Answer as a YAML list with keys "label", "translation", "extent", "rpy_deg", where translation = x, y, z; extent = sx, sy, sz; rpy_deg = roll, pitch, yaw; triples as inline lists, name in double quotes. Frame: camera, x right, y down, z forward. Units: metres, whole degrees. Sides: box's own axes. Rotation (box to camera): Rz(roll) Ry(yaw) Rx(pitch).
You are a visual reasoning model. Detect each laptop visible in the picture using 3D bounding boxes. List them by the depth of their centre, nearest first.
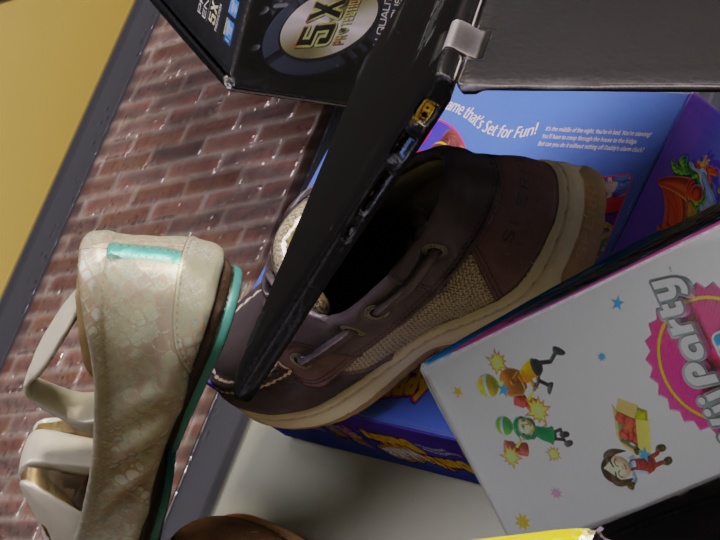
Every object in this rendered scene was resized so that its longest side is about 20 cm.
- label: "laptop"
  translation: [0.074, -0.057, 0.802]
  extent: [0.200, 0.116, 0.187]
  rpy_deg: [-56, 7, 36]

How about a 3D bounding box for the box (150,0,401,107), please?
- label: "box"
  translation: [-0.016, -0.186, 1.136]
  extent: [0.164, 0.086, 0.201]
  rpy_deg: [-129, 50, -59]

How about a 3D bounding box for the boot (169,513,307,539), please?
- label: "boot"
  translation: [-0.044, 0.130, 0.950]
  extent: [0.074, 0.075, 0.200]
  rpy_deg: [-56, 27, 10]

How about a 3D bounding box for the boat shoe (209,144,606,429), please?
- label: "boat shoe"
  translation: [0.000, 0.000, 0.922]
  extent: [0.200, 0.065, 0.072]
  rpy_deg: [-22, 46, 55]

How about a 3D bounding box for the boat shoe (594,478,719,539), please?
- label: "boat shoe"
  translation: [0.064, 0.103, 0.824]
  extent: [0.200, 0.074, 0.060]
  rpy_deg: [-26, 40, 35]

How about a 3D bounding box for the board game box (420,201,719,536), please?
- label: "board game box"
  translation: [0.137, -0.003, 0.765]
  extent: [0.200, 0.064, 0.147]
  rpy_deg: [-29, -1, 37]

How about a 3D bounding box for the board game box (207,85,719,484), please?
- label: "board game box"
  translation: [0.040, 0.002, 0.986]
  extent: [0.200, 0.045, 0.135]
  rpy_deg: [9, 68, 57]

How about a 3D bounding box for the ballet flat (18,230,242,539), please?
- label: "ballet flat"
  translation: [-0.090, 0.055, 0.990]
  extent: [0.068, 0.062, 0.200]
  rpy_deg: [-83, 9, -46]

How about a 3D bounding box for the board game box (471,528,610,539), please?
- label: "board game box"
  translation: [0.038, 0.136, 0.737]
  extent: [0.200, 0.165, 0.057]
  rpy_deg: [-14, 49, 49]
